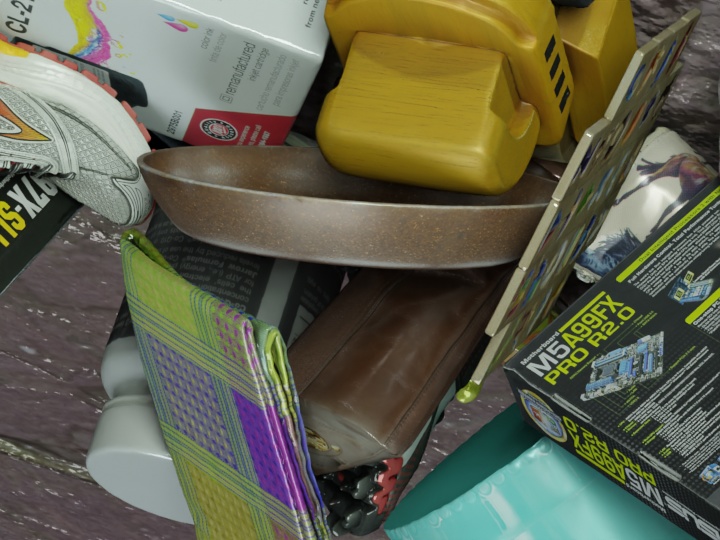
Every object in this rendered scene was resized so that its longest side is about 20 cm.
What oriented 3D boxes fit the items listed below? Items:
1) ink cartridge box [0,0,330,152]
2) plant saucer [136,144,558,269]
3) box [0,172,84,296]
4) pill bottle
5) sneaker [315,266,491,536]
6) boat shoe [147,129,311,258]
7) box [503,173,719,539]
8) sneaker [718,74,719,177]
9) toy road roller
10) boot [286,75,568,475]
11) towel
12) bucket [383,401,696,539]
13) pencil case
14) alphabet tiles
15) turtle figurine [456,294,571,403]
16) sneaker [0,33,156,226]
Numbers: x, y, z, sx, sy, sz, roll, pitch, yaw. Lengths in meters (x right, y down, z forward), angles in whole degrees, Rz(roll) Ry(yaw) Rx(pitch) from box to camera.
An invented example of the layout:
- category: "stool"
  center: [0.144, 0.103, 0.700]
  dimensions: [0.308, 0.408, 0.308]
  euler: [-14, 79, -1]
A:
- category: "ink cartridge box"
  center: [-0.113, -0.139, 1.430]
  dimensions: [0.199, 0.083, 0.146]
  euler: [19, 157, -5]
- category: "plant saucer"
  center: [-0.003, -0.029, 1.361]
  dimensions: [0.199, 0.035, 0.200]
  euler: [4, -171, -1]
- category: "box"
  center: [-0.220, -0.057, 1.465]
  dimensions: [0.160, 0.200, 0.049]
  euler: [45, 127, -7]
- category: "pill bottle"
  center: [-0.075, 0.029, 1.624]
  dimensions: [0.113, 0.201, 0.113]
  euler: [15, 156, 7]
- category: "sneaker"
  center: [0.029, 0.050, 1.596]
  dimensions: [0.098, 0.201, 0.071]
  euler: [-4, -156, -39]
- category: "boat shoe"
  center: [-0.109, -0.069, 1.575]
  dimensions: [0.200, 0.062, 0.075]
  euler: [29, 160, 16]
- category: "box"
  center: [0.191, 0.028, 1.374]
  dimensions: [0.160, 0.200, 0.044]
  euler: [33, 156, 43]
- category: "sneaker"
  center: [0.245, -0.067, 1.338]
  dimensions: [0.199, 0.082, 0.088]
  euler: [0, 148, 26]
- category: "toy road roller"
  center: [0.045, -0.087, 1.352]
  dimensions: [0.122, 0.146, 0.200]
  euler: [10, 155, 18]
- category: "boot"
  center: [0.000, 0.000, 1.474]
  dimensions: [0.186, 0.200, 0.064]
  euler: [19, 157, 46]
- category: "towel"
  center: [-0.060, 0.084, 1.464]
  dimensions: [0.144, 0.023, 0.201]
  euler: [30, 142, 52]
- category: "bucket"
  center: [0.120, 0.134, 1.555]
  dimensions: [0.135, 0.207, 0.207]
  euler: [54, 150, -3]
- category: "pencil case"
  center: [0.189, 0.026, 1.489]
  dimensions: [0.200, 0.078, 0.089]
  euler: [46, 121, 6]
- category: "alphabet tiles"
  center: [0.103, -0.036, 1.348]
  dimensions: [0.006, 0.167, 0.200]
  euler: [28, -161, 9]
- category: "turtle figurine"
  center: [0.082, 0.039, 1.707]
  dimensions: [0.199, 0.065, 0.161]
  euler: [6, 165, -1]
- category: "sneaker"
  center: [-0.184, -0.069, 1.427]
  dimensions: [0.200, 0.082, 0.078]
  euler: [30, 156, -28]
